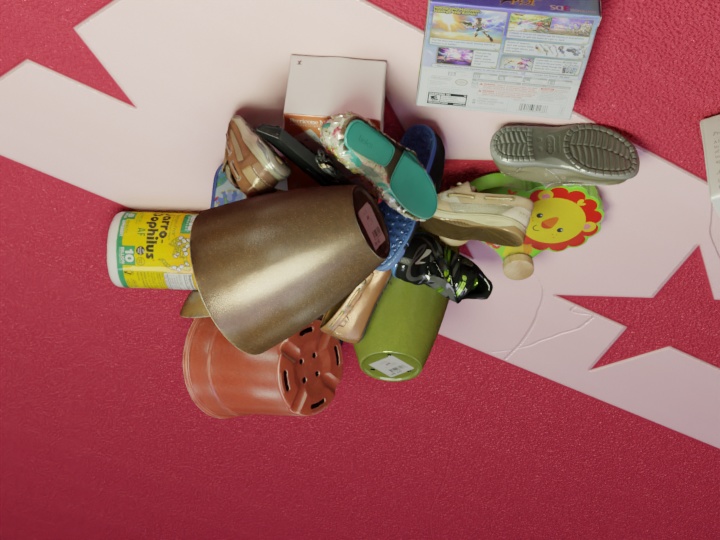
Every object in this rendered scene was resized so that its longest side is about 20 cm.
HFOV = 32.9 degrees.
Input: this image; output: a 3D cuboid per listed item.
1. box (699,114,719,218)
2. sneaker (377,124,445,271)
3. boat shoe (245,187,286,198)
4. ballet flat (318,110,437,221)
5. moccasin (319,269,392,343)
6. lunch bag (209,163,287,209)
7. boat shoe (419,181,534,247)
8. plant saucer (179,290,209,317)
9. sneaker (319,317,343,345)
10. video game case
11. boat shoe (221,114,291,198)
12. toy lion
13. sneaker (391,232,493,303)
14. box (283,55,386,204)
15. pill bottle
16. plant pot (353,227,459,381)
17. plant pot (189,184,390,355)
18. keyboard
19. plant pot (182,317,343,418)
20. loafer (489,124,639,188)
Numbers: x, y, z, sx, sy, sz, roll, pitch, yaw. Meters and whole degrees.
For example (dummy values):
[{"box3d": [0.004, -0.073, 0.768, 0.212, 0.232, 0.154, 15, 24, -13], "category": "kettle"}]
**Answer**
[{"box3d": [0.558, -0.114, 1.550, 0.197, 0.132, 0.200, -14, 143, 27], "category": "box"}, {"box3d": [0.064, -0.088, 1.610, 0.069, 0.202, 0.078, 20, 175, 26], "category": "sneaker"}, {"box3d": [-0.059, -0.048, 1.579, 0.198, 0.074, 0.070, 21, 115, 15], "category": "boat shoe"}, {"box3d": [0.022, -0.131, 1.497, 0.063, 0.076, 0.200, 14, 158, 48], "category": "ballet flat"}, {"box3d": [0.000, -0.001, 1.711, 0.077, 0.074, 0.203, 21, 104, -18], "category": "moccasin"}, {"box3d": [-0.109, -0.071, 1.682, 0.197, 0.163, 0.083, 4, 146, 3], "category": "lunch bag"}, {"box3d": [0.142, -0.083, 1.651, 0.198, 0.066, 0.072, 11, 160, 36], "category": "boat shoe"}, {"box3d": [-0.185, 0.029, 1.878, 0.197, 0.036, 0.200, -12, -172, 2], "category": "plant saucer"}, {"box3d": [-0.011, 0.085, 1.967, 0.198, 0.076, 0.114, 19, 157, 18], "category": "sneaker"}, {"box3d": [0.172, -0.263, 1.458, 0.197, 0.046, 0.182, 5, 148, 0], "category": "video game case"}, {"box3d": [-0.149, -0.144, 1.568, 0.072, 0.200, 0.076, -46, 113, 3], "category": "boat shoe"}, {"box3d": [0.235, -0.080, 1.722, 0.198, 0.069, 0.191, 26, 135, -27], "category": "toy lion"}, {"box3d": [0.118, -0.001, 1.708, 0.198, 0.072, 0.082, 18, -172, -47], "category": "sneaker"}, {"box3d": [-0.032, -0.171, 1.578, 0.122, 0.099, 0.201, 4, 147, 2], "category": "box"}, {"box3d": [-0.267, -0.028, 1.814, 0.197, 0.114, 0.113, 3, 147, 5], "category": "pill bottle"}, {"box3d": [0.052, 0.053, 1.809, 0.184, 0.203, 0.188, 3, 148, 2], "category": "plant pot"}, {"box3d": [-0.071, -0.021, 1.459, 0.198, 0.189, 0.187, -22, 139, 21], "category": "plant pot"}, {"box3d": [-0.037, -0.118, 1.503, 0.199, 0.021, 0.127, 37, 174, -38], "category": "keyboard"}, {"box3d": [-0.144, 0.145, 1.929, 0.193, 0.203, 0.200, 4, 154, 42], "category": "plant pot"}, {"box3d": [0.267, -0.149, 1.607, 0.197, 0.076, 0.070, 9, 159, 4], "category": "loafer"}]
